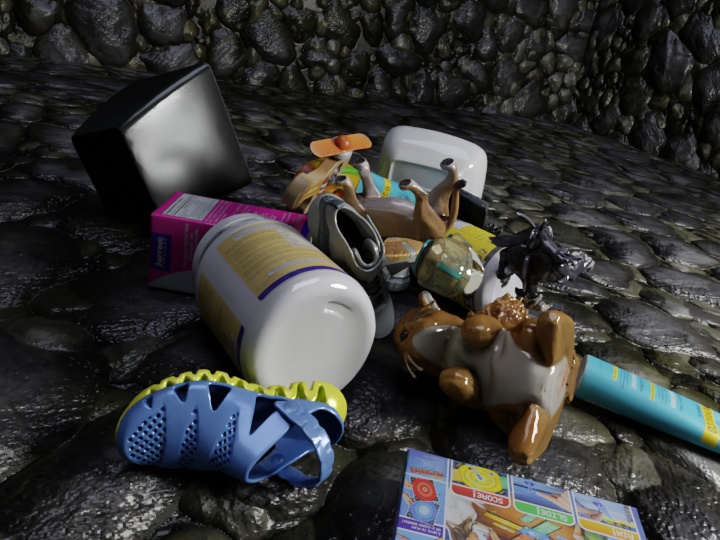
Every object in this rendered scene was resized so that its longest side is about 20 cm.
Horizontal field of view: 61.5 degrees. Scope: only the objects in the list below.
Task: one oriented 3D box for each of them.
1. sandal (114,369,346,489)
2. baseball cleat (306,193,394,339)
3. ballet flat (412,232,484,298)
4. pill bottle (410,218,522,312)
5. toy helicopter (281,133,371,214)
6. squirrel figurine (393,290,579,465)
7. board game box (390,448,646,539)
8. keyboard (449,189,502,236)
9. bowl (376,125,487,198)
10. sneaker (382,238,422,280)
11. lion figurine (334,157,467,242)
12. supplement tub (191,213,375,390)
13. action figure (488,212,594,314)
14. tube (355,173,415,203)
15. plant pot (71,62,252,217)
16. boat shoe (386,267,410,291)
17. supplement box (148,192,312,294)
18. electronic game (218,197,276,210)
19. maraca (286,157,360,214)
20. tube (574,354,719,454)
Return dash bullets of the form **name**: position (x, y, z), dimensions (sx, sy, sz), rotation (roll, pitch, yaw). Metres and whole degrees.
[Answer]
- **sandal**: position (-0.098, 0.136, 0.497), dimensions (0.196, 0.081, 0.087), rotation (1, 28, -17)
- **baseball cleat**: position (0.000, 0.010, 0.687), dimensions (0.069, 0.202, 0.106), rotation (-36, 28, -14)
- **ballet flat**: position (0.105, -0.002, 0.669), dimensions (0.069, 0.072, 0.200), rotation (16, 7, 14)
- **pill bottle**: position (0.142, -0.017, 0.904), dimensions (0.110, 0.114, 0.199), rotation (-10, 30, -40)
- **toy helicopter**: position (-0.053, -0.129, 0.821), dimensions (0.079, 0.133, 0.200), rotation (39, 23, 0)
- **squirrel figurine**: position (0.134, 0.093, 0.662), dimensions (0.184, 0.145, 0.199), rotation (12, 6, 32)
- **board game box**: position (0.121, 0.214, 0.456), dimensions (0.196, 0.035, 0.136), rotation (13, 24, 6)
- **keyboard**: position (0.181, -0.067, 0.961), dimensions (0.104, 0.201, 0.040), rotation (38, 74, 20)
- **bowl**: position (0.112, -0.139, 1.074), dimensions (0.196, 0.203, 0.075), rotation (17, 34, 14)
- **sneaker**: position (0.000, 0.000, 0.823), dimensions (0.197, 0.089, 0.076), rotation (-16, 44, -35)
- **lion figurine**: position (0.042, -0.065, 0.706), dimensions (0.197, 0.124, 0.073), rotation (13, 47, 34)
- **supplement tub**: position (-0.091, 0.033, 0.643), dimensions (0.143, 0.148, 0.200), rotation (-5, 28, -33)
- **action figure**: position (0.222, 0.008, 0.757), dimensions (0.117, 0.204, 0.102), rotation (14, 37, 30)
- **tube**: position (0.047, -0.109, 0.948), dimensions (0.050, 0.079, 0.198), rotation (35, 20, 32)
- **plant pot**: position (-0.326, -0.186, 0.961), dimensions (0.196, 0.203, 0.178), rotation (2, 34, 35)
- **boat shoe**: position (0.017, -0.040, 0.958), dimensions (0.072, 0.068, 0.199), rotation (-8, 29, -37)
- **supplement box**: position (-0.168, -0.027, 0.803), dimensions (0.195, 0.103, 0.104), rotation (10, 23, 0)
- **electronic game**: position (-0.221, -0.078, 0.973), dimensions (0.195, 0.043, 0.201), rotation (2, 21, -1)
- **maraca**: position (-0.055, -0.123, 1.019), dimensions (0.135, 0.109, 0.200), rotation (-24, -13, 5)
- **tube**: position (0.342, 0.158, 0.681), dimensions (0.197, 0.051, 0.078), rotation (22, 32, 13)
